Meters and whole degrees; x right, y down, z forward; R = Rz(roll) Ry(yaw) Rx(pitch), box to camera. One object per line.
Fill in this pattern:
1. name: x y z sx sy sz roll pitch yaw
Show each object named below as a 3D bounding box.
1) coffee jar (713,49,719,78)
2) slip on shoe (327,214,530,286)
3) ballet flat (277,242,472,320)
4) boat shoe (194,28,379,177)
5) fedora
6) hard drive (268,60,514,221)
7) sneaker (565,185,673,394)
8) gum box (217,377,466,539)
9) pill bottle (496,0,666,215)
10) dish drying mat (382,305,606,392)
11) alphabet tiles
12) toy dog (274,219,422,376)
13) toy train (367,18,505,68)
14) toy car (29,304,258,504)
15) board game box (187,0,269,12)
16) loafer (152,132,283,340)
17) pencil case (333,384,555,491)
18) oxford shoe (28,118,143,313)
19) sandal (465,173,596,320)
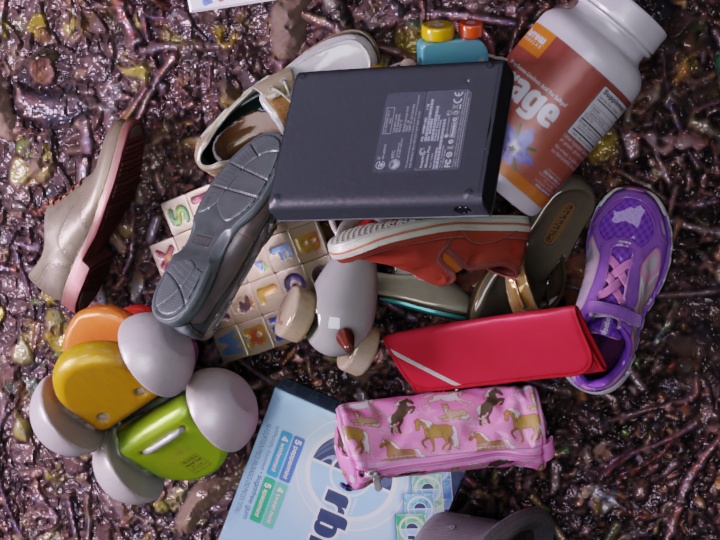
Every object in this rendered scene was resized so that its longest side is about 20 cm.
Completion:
1. coffee jar: 0.388 -0.115 1.663 0.104 0.085 0.201 -21 96 16
2. slip on shoe: 0.063 -0.016 1.656 0.199 0.074 0.062 -2 92 -32
3. ballet flat: 0.019 0.004 1.783 0.199 0.069 0.070 8 103 11
4. boat shoe: -0.067 -0.148 1.766 0.200 0.068 0.075 -37 92 16
5. fedora: 0.091 0.284 1.767 0.090 0.200 0.178 27 117 23
6. hard drive: 0.025 -0.111 1.642 0.199 0.033 0.140 0 64 24
7. sneaker: 0.229 0.025 1.726 0.080 0.088 0.201 15 103 10
8. gum box: -0.016 0.221 1.842 0.199 0.045 0.171 22 104 8
9. pill bottle: 0.173 -0.156 1.682 0.112 0.112 0.200 40 95 2
10. dish drying mat: 0.119 0.074 1.724 0.199 0.018 0.077 -9 124 33
11. alphabet tiles: -0.110 -0.005 1.800 0.199 0.006 0.167 -19 94 35
12. toy dog: 0.000 0.000 1.694 0.131 0.096 0.201 2 100 -20
13. toy train: 0.056 -0.142 1.752 0.200 0.056 0.150 -42 117 7
14. toy car: -0.202 0.110 1.804 0.175 0.150 0.200 -33 122 24
15. board game box: -0.070 -0.313 1.751 0.199 0.035 0.127 -6 100 13
16. loafer: -0.116 -0.030 1.732 0.072 0.063 0.201 25 79 43
17. pencil case: 0.076 0.153 1.758 0.199 0.083 0.087 -7 74 -7
18. oxford shoe: -0.266 -0.061 1.829 0.075 0.070 0.201 26 104 12
19. sandal: 0.160 0.007 1.738 0.054 0.080 0.201 43 108 47
